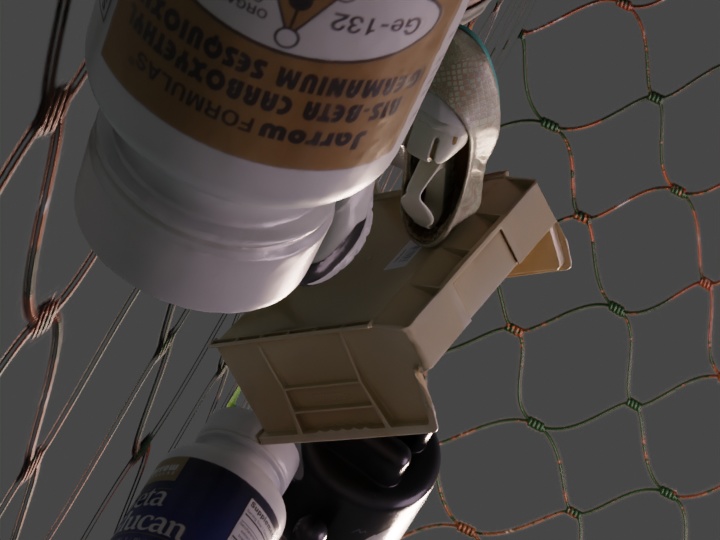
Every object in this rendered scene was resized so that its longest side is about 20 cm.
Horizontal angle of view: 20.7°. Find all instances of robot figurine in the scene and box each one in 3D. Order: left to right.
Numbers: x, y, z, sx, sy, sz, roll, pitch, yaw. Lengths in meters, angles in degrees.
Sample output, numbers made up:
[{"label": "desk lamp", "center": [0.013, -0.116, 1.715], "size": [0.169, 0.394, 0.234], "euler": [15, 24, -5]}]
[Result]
[{"label": "robot figurine", "center": [-0.006, 0.172, 1.620], "size": [0.125, 0.150, 0.200], "euler": [68, -30, 30]}]

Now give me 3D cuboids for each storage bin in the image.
[{"label": "storage bin", "center": [0.027, 0.026, 1.445], "size": [0.198, 0.094, 0.200], "euler": [-8, -151, 44]}]

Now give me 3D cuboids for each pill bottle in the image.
[{"label": "pill bottle", "center": [-0.124, 0.203, 1.496], "size": [0.200, 0.111, 0.111], "euler": [-59, 176, -39]}, {"label": "pill bottle", "center": [-0.028, -0.085, 0.644], "size": [0.114, 0.114, 0.200], "euler": [-57, 174, -50]}]

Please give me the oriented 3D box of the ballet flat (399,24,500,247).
[{"label": "ballet flat", "center": [0.055, -0.081, 1.312], "size": [0.062, 0.067, 0.200], "euler": [-51, 158, -26]}]

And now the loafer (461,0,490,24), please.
[{"label": "loafer", "center": [0.092, -0.246, 1.518], "size": [0.200, 0.072, 0.063], "euler": [-51, 162, -57]}]

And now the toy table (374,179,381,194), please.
[{"label": "toy table", "center": [0.000, 0.000, 1.666], "size": [0.200, 0.117, 0.184], "euler": [-61, 177, 0]}]

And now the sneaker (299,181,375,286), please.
[{"label": "sneaker", "center": [-0.014, -0.085, 1.322], "size": [0.080, 0.073, 0.201], "euler": [74, 38, -69]}]

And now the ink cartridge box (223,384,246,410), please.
[{"label": "ink cartridge box", "center": [-0.118, 0.195, 1.799], "size": [0.148, 0.076, 0.200], "euler": [-60, 177, -30]}]

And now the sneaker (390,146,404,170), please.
[{"label": "sneaker", "center": [0.040, -0.142, 1.540], "size": [0.200, 0.072, 0.115], "euler": [86, 29, -83]}]
